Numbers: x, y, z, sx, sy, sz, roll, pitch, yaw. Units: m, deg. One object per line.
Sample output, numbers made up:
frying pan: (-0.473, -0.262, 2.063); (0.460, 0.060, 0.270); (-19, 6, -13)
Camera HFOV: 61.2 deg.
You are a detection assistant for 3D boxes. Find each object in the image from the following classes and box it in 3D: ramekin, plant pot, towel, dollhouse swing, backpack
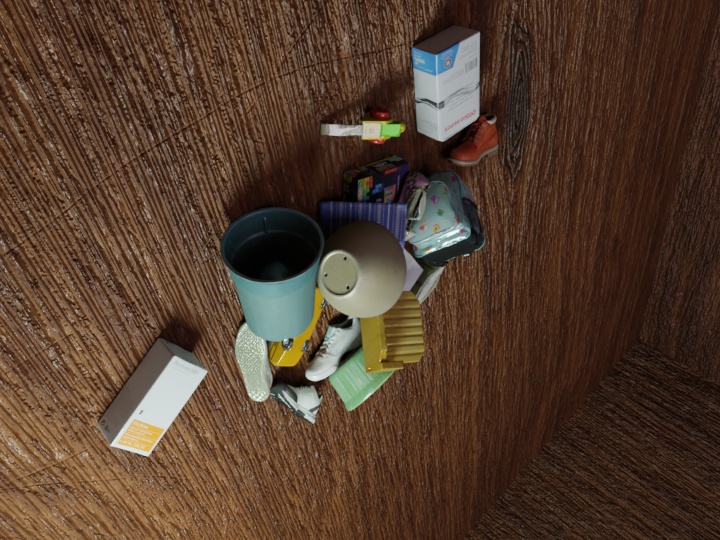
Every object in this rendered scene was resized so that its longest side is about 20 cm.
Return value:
ramekin: (0.010, 0.249, 1.546); (0.199, 0.098, 0.200); (-43, 178, -2)
plant pot: (-0.017, 0.003, 1.252); (0.134, 0.196, 0.206); (-11, 125, -65)
towel: (0.003, -0.085, 1.347); (0.192, 0.024, 0.149); (1, 120, -2)
dollhouse swing: (0.093, 0.125, 1.415); (0.170, 0.182, 0.208); (-2, 78, -17)
backpack: (0.192, -0.137, 1.472); (0.173, 0.206, 0.152); (-23, 145, 32)
plant pot: (-0.165, 0.020, 1.199); (0.198, 0.199, 0.200); (-31, 143, -29)

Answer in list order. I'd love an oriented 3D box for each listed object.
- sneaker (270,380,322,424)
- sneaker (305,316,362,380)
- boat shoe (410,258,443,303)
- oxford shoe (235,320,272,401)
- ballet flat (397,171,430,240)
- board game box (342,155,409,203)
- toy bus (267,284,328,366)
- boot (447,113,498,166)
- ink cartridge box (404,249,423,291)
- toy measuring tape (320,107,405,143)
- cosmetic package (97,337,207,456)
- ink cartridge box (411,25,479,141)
sneaker: (-0.157, 0.307, 1.502); (0.082, 0.072, 0.201); (-61, 149, -18)
sneaker: (-0.071, 0.183, 1.512); (0.199, 0.074, 0.090); (-42, 129, -30)
boat shoe: (0.181, 0.012, 1.669); (0.202, 0.074, 0.068); (-52, 148, 3)
oxford shoe: (-0.232, 0.193, 1.344); (0.058, 0.072, 0.206); (-70, 158, -60)
ballet flat: (0.107, -0.123, 1.400); (0.068, 0.070, 0.205); (6, 110, -51)
board game box: (0.033, -0.144, 1.406); (0.162, 0.056, 0.206); (-24, 131, -35)
toy bus: (-0.144, 0.116, 1.366); (0.064, 0.078, 0.205); (12, 106, -49)
boot: (0.287, -0.334, 1.552); (0.198, 0.074, 0.110); (-34, 134, -40)
ink cartridge box: (0.086, -0.001, 1.546); (0.110, 0.050, 0.200); (-55, 150, -4)
toy measuring tape: (0.002, -0.304, 1.275); (0.193, 0.074, 0.076); (-5, 122, -20)
cosmetic package: (-0.400, 0.245, 1.176); (0.203, 0.071, 0.101); (-55, 142, -4)
ink cartridge box: (0.196, -0.421, 1.374); (0.143, 0.083, 0.205); (-33, 135, -27)
